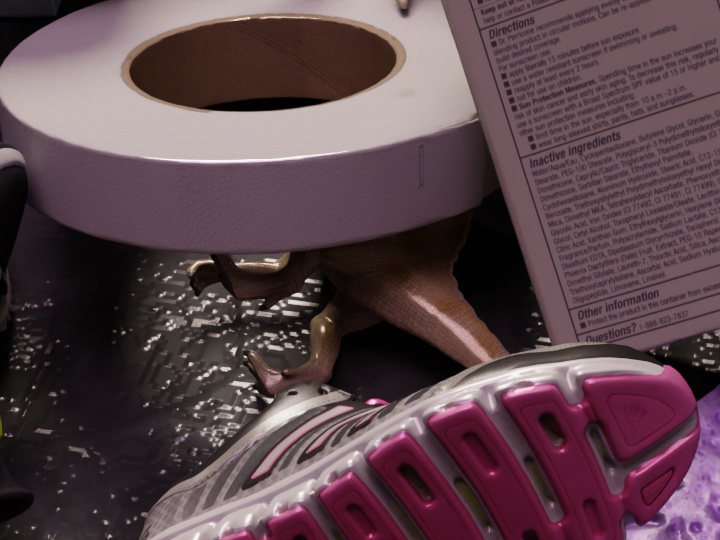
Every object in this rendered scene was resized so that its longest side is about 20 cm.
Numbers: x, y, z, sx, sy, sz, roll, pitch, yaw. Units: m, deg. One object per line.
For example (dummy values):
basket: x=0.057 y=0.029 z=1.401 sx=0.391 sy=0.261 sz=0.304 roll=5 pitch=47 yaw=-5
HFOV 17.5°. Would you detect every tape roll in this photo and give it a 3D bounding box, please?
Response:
tape roll: x=-0.035 y=-0.063 z=0.873 sx=0.202 sy=0.037 sz=0.203 roll=-1 pitch=25 yaw=1

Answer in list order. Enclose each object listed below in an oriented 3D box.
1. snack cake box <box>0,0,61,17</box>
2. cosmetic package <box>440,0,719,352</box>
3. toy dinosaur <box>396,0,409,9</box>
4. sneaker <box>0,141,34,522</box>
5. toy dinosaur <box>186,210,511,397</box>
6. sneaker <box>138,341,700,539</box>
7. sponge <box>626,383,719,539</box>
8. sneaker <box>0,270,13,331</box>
snack cake box: x=-0.226 y=-0.171 z=1.047 sx=0.199 sy=0.067 sz=0.115 roll=0 pitch=47 yaw=10
cosmetic package: x=0.091 y=-0.077 z=0.789 sx=0.103 sy=0.201 sz=0.073 roll=-16 pitch=1 yaw=23
toy dinosaur: x=-0.019 y=-0.171 z=0.977 sx=0.086 sy=0.136 sz=0.200 roll=-46 pitch=63 yaw=-4
sneaker: x=-0.143 y=0.055 z=0.794 sx=0.083 sy=0.072 sz=0.201 roll=20 pitch=75 yaw=9
toy dinosaur: x=0.000 y=0.000 z=0.842 sx=0.101 sy=0.058 sz=0.200 roll=-25 pitch=47 yaw=-16
sneaker: x=0.010 y=0.065 z=0.745 sx=0.199 sy=0.074 sz=0.088 roll=-25 pitch=24 yaw=11
sponge: x=0.136 y=0.088 z=0.749 sx=0.200 sy=0.030 sz=0.111 roll=-38 pitch=50 yaw=-25
sneaker: x=-0.189 y=-0.055 z=0.897 sx=0.069 sy=0.100 sz=0.200 roll=-18 pitch=48 yaw=-8
